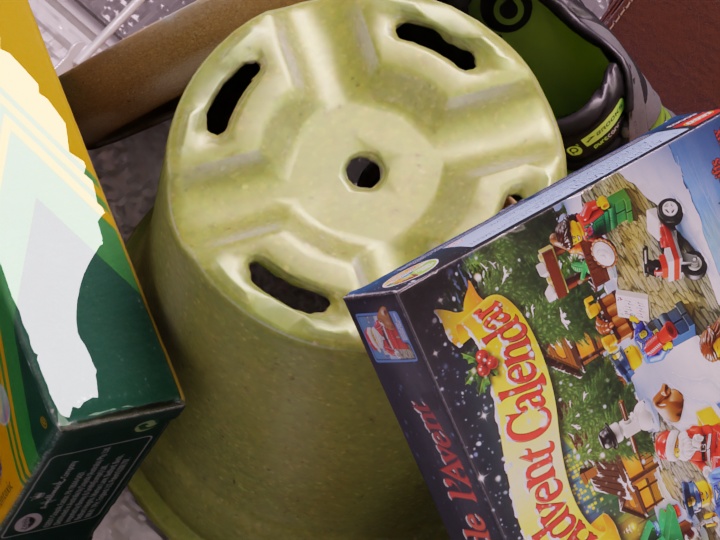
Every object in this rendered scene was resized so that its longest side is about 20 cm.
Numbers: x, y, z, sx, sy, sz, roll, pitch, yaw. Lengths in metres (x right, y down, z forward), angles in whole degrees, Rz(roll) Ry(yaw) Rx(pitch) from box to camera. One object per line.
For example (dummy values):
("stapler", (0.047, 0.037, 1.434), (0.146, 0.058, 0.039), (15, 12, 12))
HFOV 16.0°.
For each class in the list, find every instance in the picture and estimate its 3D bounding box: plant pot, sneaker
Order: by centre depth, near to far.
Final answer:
("plant pot", (0.000, 0.000, 0.900), (0.200, 0.184, 0.201), (1, 68, -2))
("plant pot", (-0.038, -0.092, 0.974), (0.200, 0.200, 0.028), (-27, 92, -34))
("sneaker", (0.097, -0.053, 1.039), (0.200, 0.071, 0.083), (49, 19, -9))

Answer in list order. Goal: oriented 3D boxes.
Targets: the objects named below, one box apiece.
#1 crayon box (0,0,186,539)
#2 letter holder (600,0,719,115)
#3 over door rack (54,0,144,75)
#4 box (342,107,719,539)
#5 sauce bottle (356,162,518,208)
("crayon box", (-0.136, -0.008, 0.916), (0.051, 0.126, 0.200), (-11, 66, -29))
("letter holder", (0.184, -0.050, 1.119), (0.200, 0.142, 0.101), (36, 21, -1))
("over door rack", (-0.076, -0.167, 0.984), (0.200, 0.148, 0.067), (-39, 49, -13))
("box", (0.096, 0.067, 0.802), (0.136, 0.038, 0.200), (-29, 100, -25))
("sauce bottle", (0.084, 0.019, 1.040), (0.200, 0.065, 0.065), (47, 54, 7))
